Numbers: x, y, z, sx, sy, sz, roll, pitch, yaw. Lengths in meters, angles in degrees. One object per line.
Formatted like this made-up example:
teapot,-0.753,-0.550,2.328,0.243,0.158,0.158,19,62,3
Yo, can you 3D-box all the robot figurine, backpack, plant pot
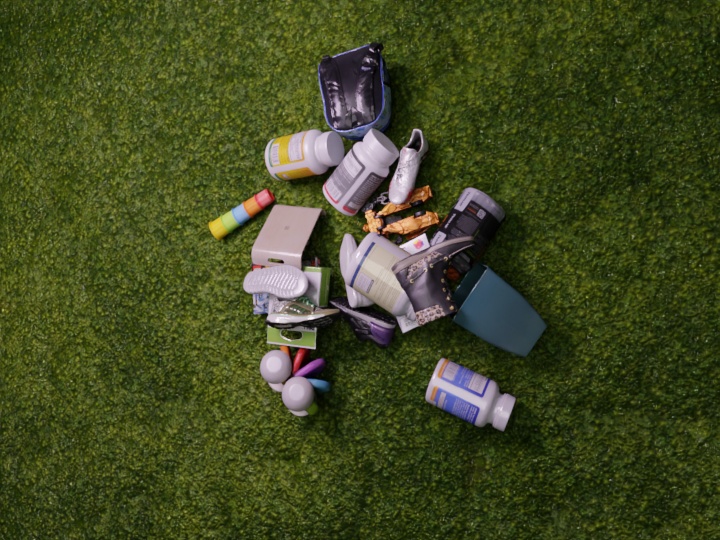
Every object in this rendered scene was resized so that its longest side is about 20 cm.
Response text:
robot figurine,0.099,-0.134,1.491,0.195,0.058,0.149,-17,82,16
backpack,-0.004,-0.441,1.492,0.178,0.147,0.206,-9,81,16
plant pot,0.320,0.101,1.355,0.198,0.141,0.143,35,96,-3

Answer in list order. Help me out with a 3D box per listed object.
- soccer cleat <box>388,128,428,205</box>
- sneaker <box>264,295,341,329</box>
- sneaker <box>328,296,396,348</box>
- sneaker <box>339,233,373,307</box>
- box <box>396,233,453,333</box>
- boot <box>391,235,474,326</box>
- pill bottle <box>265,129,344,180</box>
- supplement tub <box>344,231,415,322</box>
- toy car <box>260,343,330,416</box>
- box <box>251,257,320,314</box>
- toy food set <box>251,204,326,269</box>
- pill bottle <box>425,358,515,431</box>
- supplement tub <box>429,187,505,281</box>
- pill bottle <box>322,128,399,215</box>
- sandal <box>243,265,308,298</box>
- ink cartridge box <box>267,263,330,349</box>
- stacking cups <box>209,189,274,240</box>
soccer cleat,0.116,-0.257,1.443,0.067,0.086,0.203,16,67,24
sneaker,-0.142,0.091,1.439,0.194,0.077,0.091,-3,71,12
sneaker,-0.007,0.138,1.506,0.196,0.075,0.090,23,108,24
sneaker,0.000,0.000,1.518,0.086,0.076,0.205,-3,66,-19
box,0.139,0.033,1.478,0.153,0.041,0.204,-26,81,14
boot,0.181,0.021,1.291,0.195,0.073,0.154,-21,83,-5
pill bottle,-0.144,-0.305,1.529,0.196,0.112,0.116,-4,86,33
supplement tub,0.075,0.018,1.397,0.197,0.145,0.147,32,97,9
toy car,-0.159,0.271,1.509,0.149,0.176,0.200,-40,75,-14
box,-0.201,0.043,1.590,0.194,0.040,0.141,-4,87,18
toy food set,-0.186,-0.091,1.538,0.140,0.061,0.203,7,53,18
pill bottle,0.263,0.300,1.387,0.196,0.112,0.115,23,94,17
supplement tub,0.246,-0.083,1.394,0.121,0.122,0.202,35,89,16
pill bottle,0.003,-0.249,1.476,0.114,0.113,0.200,49,116,14
sandal,-0.207,0.031,1.469,0.198,0.050,0.085,5,73,30
ink cartridge box,-0.162,0.090,1.516,0.144,0.076,0.206,4,91,17
stacking cups,-0.332,-0.164,1.638,0.197,0.060,0.061,-33,78,10
